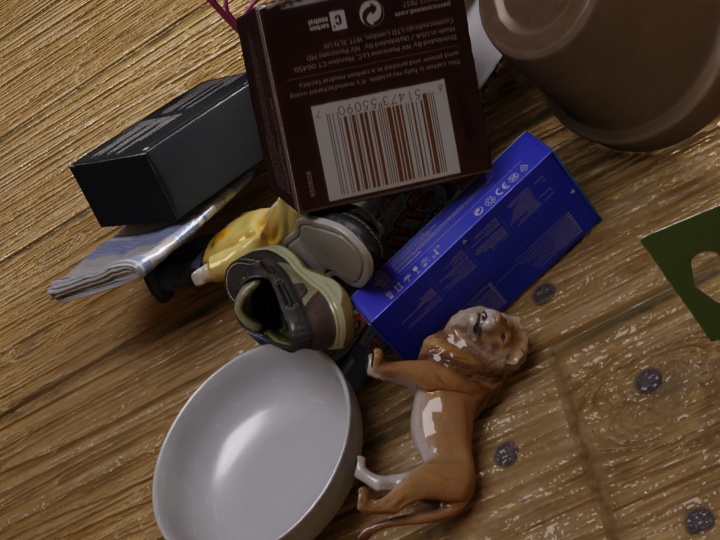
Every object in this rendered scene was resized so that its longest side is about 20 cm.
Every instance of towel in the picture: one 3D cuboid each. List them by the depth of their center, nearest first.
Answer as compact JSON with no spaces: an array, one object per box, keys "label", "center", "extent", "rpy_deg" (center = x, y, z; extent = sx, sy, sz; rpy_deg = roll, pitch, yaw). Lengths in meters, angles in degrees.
[{"label":"towel","center":[-0.207,-0.038,1.264],"extent":[0.146,0.024,0.200],"rpy_deg":[-14,24,40]}]

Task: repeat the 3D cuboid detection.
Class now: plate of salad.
[{"label":"plate of salad","center":[0.119,-0.216,1.194],"extent":[0.200,0.048,0.200],"rpy_deg":[-57,16,25]}]

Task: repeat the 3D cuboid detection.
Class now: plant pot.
[{"label":"plant pot","center":[0.189,-0.207,1.012],"extent":[0.200,0.174,0.201],"rpy_deg":[-7,79,42]}]

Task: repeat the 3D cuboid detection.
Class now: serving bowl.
[{"label":"serving bowl","center":[-0.076,0.161,1.059],"extent":[0.199,0.066,0.201],"rpy_deg":[-21,46,24]}]

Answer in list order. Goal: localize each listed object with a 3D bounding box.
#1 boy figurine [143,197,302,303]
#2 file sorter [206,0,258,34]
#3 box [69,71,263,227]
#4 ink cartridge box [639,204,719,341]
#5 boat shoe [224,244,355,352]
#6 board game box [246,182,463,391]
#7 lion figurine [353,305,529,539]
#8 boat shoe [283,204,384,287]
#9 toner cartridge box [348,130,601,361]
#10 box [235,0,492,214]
[{"label":"boy figurine","center":[-0.124,-0.026,1.239],"extent":[0.199,0.065,0.124],"rpy_deg":[-20,21,31]},{"label":"file sorter","center":[-0.073,-0.289,1.375],"extent":[0.125,0.139,0.200],"rpy_deg":[-47,41,2]},{"label":"box","center":[-0.171,-0.127,1.295],"extent":[0.141,0.079,0.200],"rpy_deg":[-6,27,48]},{"label":"ink cartridge box","center":[0.304,-0.009,0.830],"extent":[0.199,0.146,0.048],"rpy_deg":[-26,45,20]},{"label":"boat shoe","center":[-0.077,0.024,1.085],"extent":[0.201,0.066,0.072],"rpy_deg":[23,117,56]},{"label":"board game box","center":[0.000,0.000,1.153],"extent":[0.135,0.034,0.200],"rpy_deg":[19,70,46]},{"label":"lion figurine","center":[0.062,0.121,0.979],"extent":[0.122,0.073,0.201],"rpy_deg":[10,73,-5]},{"label":"boat shoe","center":[-0.013,-0.026,1.058],"extent":[0.060,0.074,0.200],"rpy_deg":[-39,3,-13]},{"label":"toner cartridge box","center":[0.094,-0.010,1.040],"extent":[0.200,0.095,0.043],"rpy_deg":[-43,41,1]},{"label":"box","center":[-0.004,-0.151,1.066],"extent":[0.165,0.165,0.200],"rpy_deg":[-13,11,-8]}]
